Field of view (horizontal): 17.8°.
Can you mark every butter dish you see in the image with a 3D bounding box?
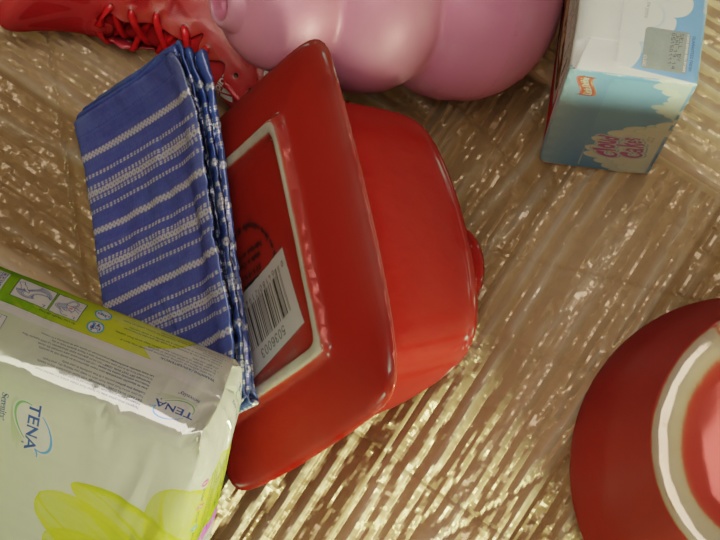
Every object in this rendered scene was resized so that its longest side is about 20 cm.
[{"bbox_3d":[0.000,0.000,1.238,0.147,0.200,0.201,-1,70,-31],"label":"butter dish"}]

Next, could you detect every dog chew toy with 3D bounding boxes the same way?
[{"bbox_3d":[0.011,-0.150,1.250,0.199,0.124,0.125,-8,78,-30],"label":"dog chew toy"}]

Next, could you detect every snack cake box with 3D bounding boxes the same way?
[{"bbox_3d":[0.142,-0.131,1.229,0.067,0.200,0.116,7,80,2],"label":"snack cake box"}]

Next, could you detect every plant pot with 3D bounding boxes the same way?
[{"bbox_3d":[0.213,0.100,1.199,0.199,0.177,0.202,0,80,0],"label":"plant pot"}]

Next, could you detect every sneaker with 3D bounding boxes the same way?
[{"bbox_3d":[-0.106,-0.135,1.299,0.199,0.078,0.116,-13,79,0],"label":"sneaker"}]

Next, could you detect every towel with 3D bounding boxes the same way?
[{"bbox_3d":[-0.111,-0.010,1.250,0.024,0.145,0.201,-1,77,-34],"label":"towel"}]

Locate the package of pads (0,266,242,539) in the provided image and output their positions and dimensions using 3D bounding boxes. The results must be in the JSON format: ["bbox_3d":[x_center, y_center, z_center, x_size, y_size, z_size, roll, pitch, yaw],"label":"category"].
[{"bbox_3d":[-0.148,0.102,1.199,0.154,0.201,0.068,20,47,5],"label":"package of pads"}]
